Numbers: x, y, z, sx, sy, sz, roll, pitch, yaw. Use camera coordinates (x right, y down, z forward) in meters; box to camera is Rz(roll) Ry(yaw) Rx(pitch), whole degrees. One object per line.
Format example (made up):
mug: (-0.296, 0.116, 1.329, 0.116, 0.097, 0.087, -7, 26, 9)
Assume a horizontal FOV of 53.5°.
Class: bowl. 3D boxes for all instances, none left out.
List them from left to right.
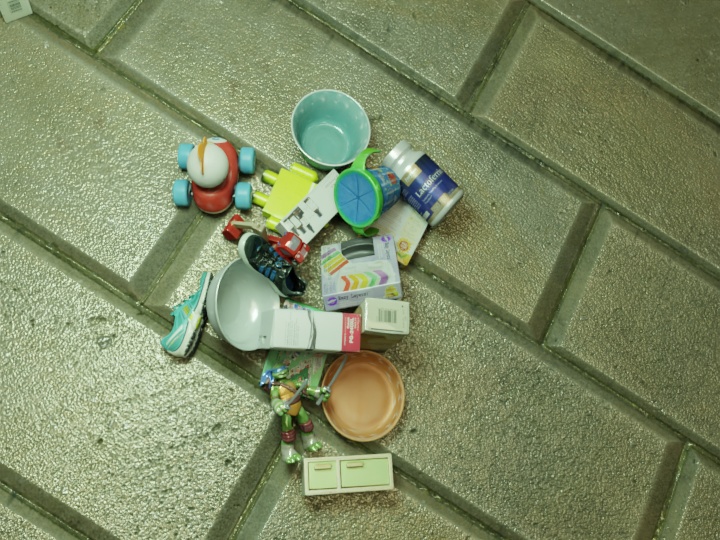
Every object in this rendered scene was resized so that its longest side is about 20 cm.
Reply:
bowl: (-0.275, 0.074, 1.583, 0.199, 0.088, 0.208, 6, 82, -54)
bowl: (-0.079, -0.329, 1.765, 0.194, 0.105, 0.207, 3, 71, -10)

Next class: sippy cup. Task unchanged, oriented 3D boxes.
sippy cup: (0.025, -0.183, 1.670, 0.140, 0.179, 0.129, 48, 40, 13)

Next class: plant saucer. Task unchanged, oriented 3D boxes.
plant saucer: (0.004, 0.285, 1.625, 0.194, 0.038, 0.206, 4, 73, -11)

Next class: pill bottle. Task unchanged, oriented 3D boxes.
pill bottle: (0.146, -0.213, 1.730, 0.200, 0.116, 0.116, 44, 69, 5)

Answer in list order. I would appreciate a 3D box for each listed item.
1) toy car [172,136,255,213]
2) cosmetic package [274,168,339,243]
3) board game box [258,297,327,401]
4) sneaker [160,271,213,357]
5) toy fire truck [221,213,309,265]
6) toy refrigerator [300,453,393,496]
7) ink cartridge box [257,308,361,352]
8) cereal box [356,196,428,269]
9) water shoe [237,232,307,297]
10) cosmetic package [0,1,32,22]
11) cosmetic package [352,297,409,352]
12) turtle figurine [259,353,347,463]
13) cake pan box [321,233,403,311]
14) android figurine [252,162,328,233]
toy car: (-0.339, -0.244, 1.620, 0.178, 0.201, 0.182, 4, 71, -2)
cosmetic package: (-0.105, -0.142, 1.687, 0.083, 0.050, 0.200, 46, 64, -9)
board game box: (-0.140, 0.180, 1.632, 0.131, 0.029, 0.205, 19, 70, -6)
sneaker: (-0.380, 0.090, 1.589, 0.078, 0.078, 0.204, 17, 68, 7)
toy fire truck: (-0.218, -0.071, 1.631, 0.141, 0.197, 0.049, 46, 61, -28)
toy refrigerator: (-0.029, 0.443, 1.551, 0.194, 0.070, 0.078, 0, 73, -11)
ink cartridge box: (-0.112, 0.133, 1.545, 0.194, 0.145, 0.086, 6, 81, -20)
cereal box: (0.093, -0.124, 1.772, 0.142, 0.040, 0.203, 31, 68, -2)
water shoe: (-0.186, -0.015, 1.568, 0.200, 0.077, 0.073, 48, 56, -42)
cosmetic package: (-0.875, -0.717, 1.721, 0.072, 0.104, 0.203, -27, 81, -19)
cosmetic package: (0.034, 0.126, 1.593, 0.102, 0.200, 0.073, 6, 71, -11)
turtle figurine: (-0.121, 0.297, 1.511, 0.194, 0.144, 0.200, -7, 100, 12)
cake pan box: (0.000, 0.000, 1.634, 0.178, 0.053, 0.202, -7, 37, 3)
android figurine: (-0.159, -0.167, 1.733, 0.196, 0.041, 0.186, 25, 69, -2)
